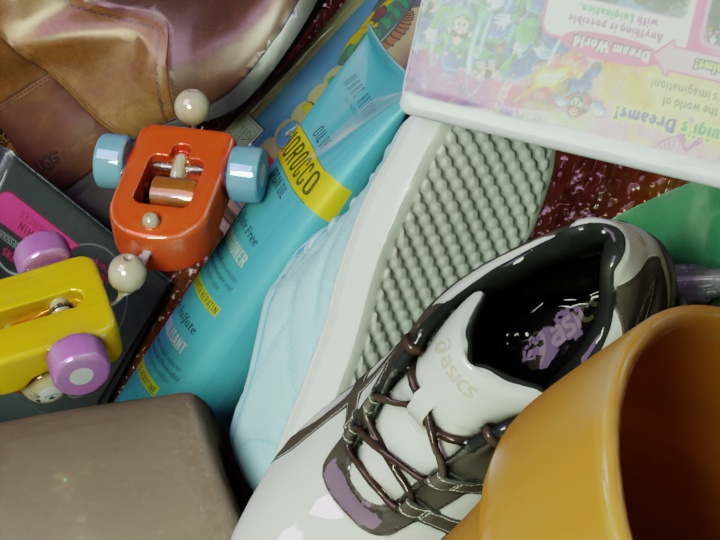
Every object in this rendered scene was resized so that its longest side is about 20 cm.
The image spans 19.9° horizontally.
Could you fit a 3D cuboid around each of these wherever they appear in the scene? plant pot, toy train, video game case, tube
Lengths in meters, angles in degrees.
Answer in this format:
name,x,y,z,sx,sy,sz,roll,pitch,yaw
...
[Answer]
name,x,y,z,sx,sy,sz,roll,pitch,yaw
plant pot,-0.120,0.129,0.779,0.174,0.201,0.201,-24,49,0
toy train,-0.140,-0.006,0.820,0.199,0.056,0.151,3,49,8
video game case,0.127,-0.119,0.674,0.199,0.024,0.183,14,98,11
tube,-0.037,-0.003,0.840,0.201,0.050,0.078,-58,30,15
plant pot,0.078,0.142,0.624,0.183,0.200,0.201,-38,45,33

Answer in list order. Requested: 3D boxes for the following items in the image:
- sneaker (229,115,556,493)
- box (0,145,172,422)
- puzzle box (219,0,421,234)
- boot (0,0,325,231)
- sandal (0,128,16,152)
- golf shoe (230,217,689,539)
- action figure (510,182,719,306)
name,x,y,z,sx,sy,sz,roll,pitch,yaw
sneaker,0.000,0.000,0.767,0.082,0.074,0.201,36,103,43
box,-0.207,0.000,0.949,0.199,0.122,0.106,17,73,41
puzzle box,0.022,-0.072,0.893,0.200,0.025,0.133,-47,47,3
boot,-0.125,-0.141,0.914,0.188,0.200,0.069,-43,7,26
sandal,-0.112,-0.109,0.982,0.207,0.079,0.059,-48,55,3
golf shoe,0.021,0.051,0.681,0.200,0.095,0.078,-45,70,-2
action figure,0.067,0.025,0.781,0.199,0.055,0.119,-6,73,40
